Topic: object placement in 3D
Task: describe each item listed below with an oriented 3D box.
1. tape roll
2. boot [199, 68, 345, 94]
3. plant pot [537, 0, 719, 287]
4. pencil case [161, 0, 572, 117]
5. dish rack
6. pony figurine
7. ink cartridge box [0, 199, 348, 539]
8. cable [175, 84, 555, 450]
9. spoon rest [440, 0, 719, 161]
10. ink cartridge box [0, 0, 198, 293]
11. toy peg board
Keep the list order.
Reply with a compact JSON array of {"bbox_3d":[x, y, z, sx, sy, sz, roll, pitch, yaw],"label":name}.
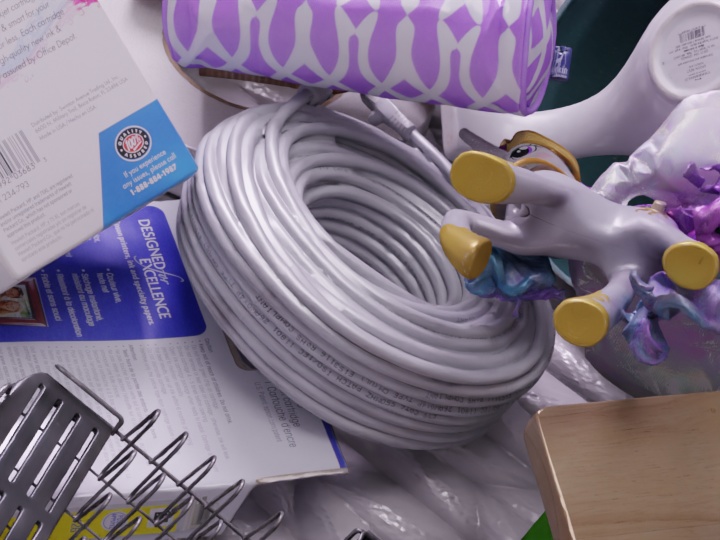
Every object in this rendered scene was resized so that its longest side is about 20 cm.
[{"bbox_3d":[-0.058,-0.108,1.576,0.202,0.037,0.203,9,41,-8],"label":"tape roll"},{"bbox_3d":[-0.007,-0.191,1.517,0.154,0.201,0.074,0,-1,-4],"label":"boot"},{"bbox_3d":[0.197,-0.065,1.518,0.134,0.200,0.201,18,32,-42],"label":"plant pot"},{"bbox_3d":[0.003,-0.129,1.424,0.199,0.084,0.086,8,82,10],"label":"pencil case"},{"bbox_3d":[-0.089,0.130,1.246,0.200,0.055,0.154,40,41,-11],"label":"dish rack"},{"bbox_3d":[0.126,-0.015,1.354,0.193,0.167,0.200,22,13,4],"label":"pony figurine"},{"bbox_3d":[-0.130,0.046,1.382,0.199,0.047,0.198,-1,43,-23],"label":"ink cartridge box"},{"bbox_3d":[0.000,0.000,1.411,0.200,0.069,0.200,45,29,14],"label":"cable"},{"bbox_3d":[0.139,-0.091,1.457,0.061,0.200,0.100,25,57,-54],"label":"spoon rest"},{"bbox_3d":[-0.181,-0.098,1.357,0.116,0.067,0.200,-33,94,-32],"label":"ink cartridge box"},{"bbox_3d":[0.179,0.165,1.331,0.199,0.098,0.200,-4,61,-22],"label":"toy peg board"}]
